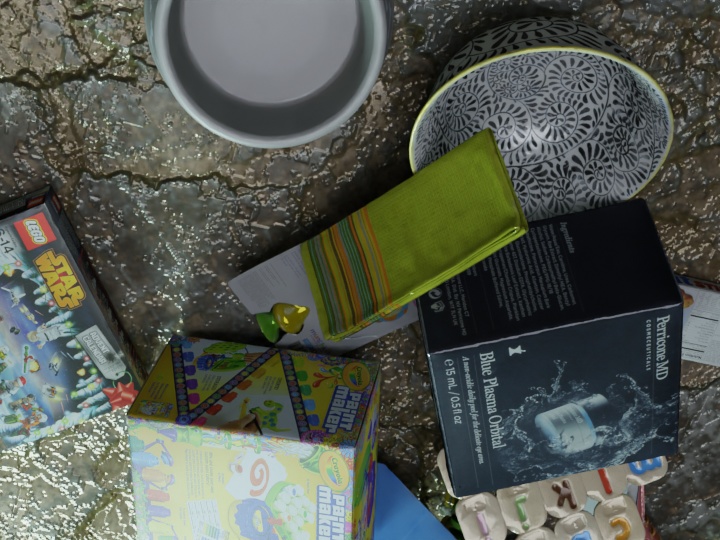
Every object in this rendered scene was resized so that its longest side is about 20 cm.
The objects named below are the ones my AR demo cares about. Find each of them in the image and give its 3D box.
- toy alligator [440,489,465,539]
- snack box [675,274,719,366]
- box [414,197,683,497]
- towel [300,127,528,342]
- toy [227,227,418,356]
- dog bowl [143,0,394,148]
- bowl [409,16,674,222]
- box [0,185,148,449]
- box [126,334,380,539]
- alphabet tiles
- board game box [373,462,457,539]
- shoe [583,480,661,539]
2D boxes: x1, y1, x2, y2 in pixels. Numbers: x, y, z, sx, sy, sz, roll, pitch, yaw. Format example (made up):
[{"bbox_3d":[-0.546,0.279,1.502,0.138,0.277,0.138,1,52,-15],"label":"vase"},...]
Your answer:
[{"bbox_3d":[0.096,0.266,1.141,0.059,0.054,0.203,17,100,24],"label":"toy alligator"},{"bbox_3d":[0.257,0.036,1.081,0.197,0.024,0.073,12,116,-12],"label":"snack box"},{"bbox_3d":[0.151,0.067,0.985,0.196,0.119,0.198,-12,136,2],"label":"box"},{"bbox_3d":[0.034,-0.024,0.919,0.199,0.087,0.018,-31,161,33],"label":"towel"},{"bbox_3d":[0.000,0.000,1.025,0.198,0.047,0.116,-27,120,14],"label":"toy"},{"bbox_3d":[-0.068,-0.185,0.915,0.196,0.059,0.203,-3,118,-5],"label":"dog bowl"},{"bbox_3d":[0.134,-0.128,0.929,0.197,0.095,0.202,0,143,0],"label":"bowl"},{"bbox_3d":[-0.281,0.044,1.022,0.135,0.040,0.202,-20,117,4],"label":"box"},{"bbox_3d":[-0.086,0.183,1.038,0.189,0.122,0.203,7,120,9],"label":"box"},{"bbox_3d":[0.174,0.174,1.101,0.197,0.015,0.198,-21,89,-1],"label":"alphabet tiles"},{"bbox_3d":[0.021,0.279,1.144,0.200,0.039,0.159,43,105,15],"label":"board game box"},{"bbox_3d":[0.258,0.255,1.175,0.090,0.071,0.204,-2,109,-28],"label":"shoe"}]
